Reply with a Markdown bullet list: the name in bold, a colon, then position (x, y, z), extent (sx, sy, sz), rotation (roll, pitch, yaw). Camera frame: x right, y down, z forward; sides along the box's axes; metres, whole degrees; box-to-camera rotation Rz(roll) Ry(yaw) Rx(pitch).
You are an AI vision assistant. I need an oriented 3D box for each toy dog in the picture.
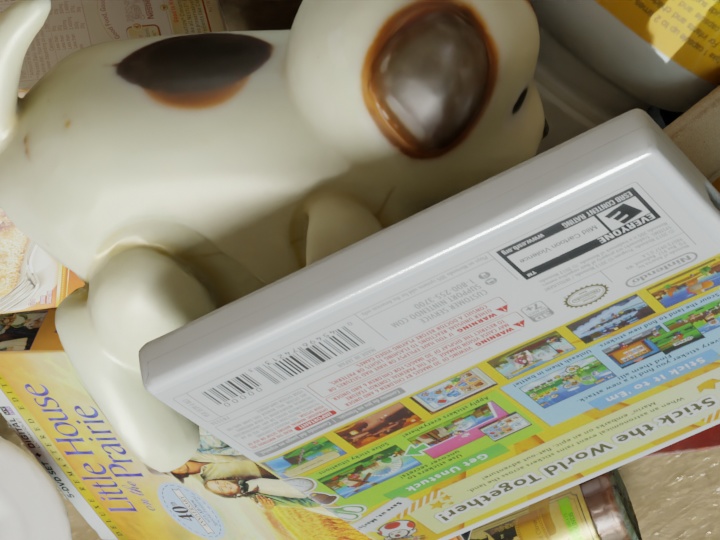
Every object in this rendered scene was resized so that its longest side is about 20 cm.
- **toy dog**: position (-0.024, -0.053, 0.929), extent (0.200, 0.140, 0.194), rotation (-26, 110, 21)

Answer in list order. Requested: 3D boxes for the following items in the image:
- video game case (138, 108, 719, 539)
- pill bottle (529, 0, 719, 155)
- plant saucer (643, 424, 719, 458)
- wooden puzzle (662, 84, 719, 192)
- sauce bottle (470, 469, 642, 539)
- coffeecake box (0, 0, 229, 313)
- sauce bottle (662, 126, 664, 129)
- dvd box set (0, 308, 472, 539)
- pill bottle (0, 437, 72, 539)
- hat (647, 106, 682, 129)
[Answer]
- **video game case**: position (0.053, 0.031, 0.897), extent (0.200, 0.023, 0.182), rotation (-26, 144, 20)
- **pill bottle**: position (0.124, -0.134, 0.969), extent (0.113, 0.113, 0.200), rotation (22, 115, -43)
- **plant saucer**: position (0.104, 0.075, 1.299), extent (0.200, 0.037, 0.200), rotation (-6, -179, -16)
- **wooden puzzle**: position (0.110, 0.004, 1.009), extent (0.185, 0.046, 0.200), rotation (-37, 167, -23)
- **sauce bottle**: position (0.065, 0.173, 1.474), extent (0.200, 0.065, 0.065), rotation (-24, 146, 9)
- **coffeecake box**: position (-0.161, -0.051, 1.039), extent (0.200, 0.073, 0.154), rotation (-7, 146, -14)
- **sauce bottle**: position (0.182, -0.046, 1.204), extent (0.200, 0.066, 0.066), rotation (-1, 144, -21)
- **dvd box set**: position (-0.063, 0.070, 1.118), extent (0.200, 0.029, 0.146), rotation (-2, 138, 29)
- **pill bottle**: position (-0.209, 0.137, 1.208), extent (0.111, 0.111, 0.200), rotation (-5, 174, -17)
- **hat**: position (0.182, -0.099, 1.081), extent (0.201, 0.081, 0.201), rotation (-18, 141, -16)
